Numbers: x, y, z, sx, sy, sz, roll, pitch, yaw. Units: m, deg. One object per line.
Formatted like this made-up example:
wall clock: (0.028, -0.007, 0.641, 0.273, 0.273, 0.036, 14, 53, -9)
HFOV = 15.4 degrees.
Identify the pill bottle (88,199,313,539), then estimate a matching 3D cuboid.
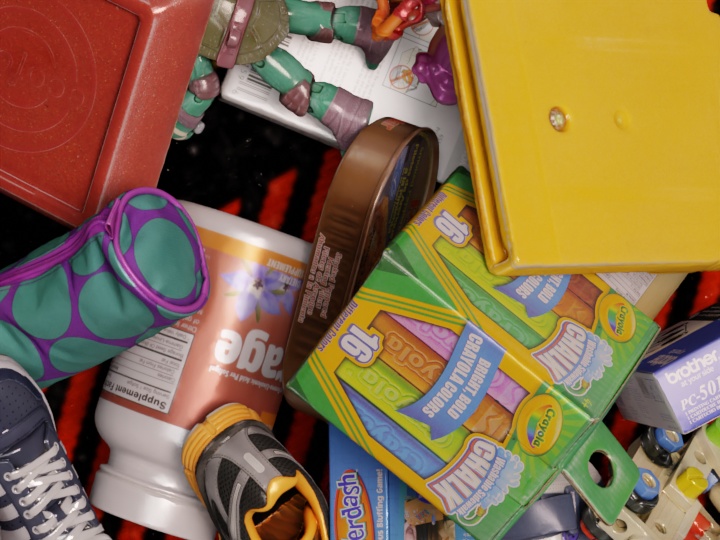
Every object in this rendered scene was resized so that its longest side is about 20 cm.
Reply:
pill bottle: (-0.102, 0.065, 1.690, 0.112, 0.112, 0.201, 18, 88, -4)

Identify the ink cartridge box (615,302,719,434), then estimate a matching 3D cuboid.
ink cartridge box: (0.214, 0.059, 1.671, 0.094, 0.200, 0.044, -27, 92, -5)

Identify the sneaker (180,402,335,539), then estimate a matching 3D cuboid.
sneaker: (-0.046, 0.171, 1.652, 0.078, 0.077, 0.200, -42, 133, -12)

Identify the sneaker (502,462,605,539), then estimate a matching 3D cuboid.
sneaker: (0.099, 0.187, 1.671, 0.080, 0.200, 0.147, -13, 113, 36)

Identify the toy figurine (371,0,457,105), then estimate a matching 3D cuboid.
toy figurine: (0.061, -0.175, 1.633, 0.199, 0.150, 0.185, -29, 87, -18)

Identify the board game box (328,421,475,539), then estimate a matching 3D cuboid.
board game box: (0.035, 0.162, 1.671, 0.045, 0.152, 0.201, -6, 80, 29)

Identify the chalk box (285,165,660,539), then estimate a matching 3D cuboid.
chalk box: (0.084, 0.064, 1.550, 0.200, 0.125, 0.124, 38, 125, 2)

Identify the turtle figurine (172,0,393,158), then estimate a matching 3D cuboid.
turtle figurine: (-0.082, -0.150, 1.665, 0.199, 0.101, 0.150, 21, 88, -8)

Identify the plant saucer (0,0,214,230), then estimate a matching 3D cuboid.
plant saucer: (-0.206, -0.128, 1.651, 0.199, 0.037, 0.201, 27, 119, 13)

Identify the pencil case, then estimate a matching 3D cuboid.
pencil case: (-0.186, 0.018, 1.644, 0.092, 0.199, 0.085, 39, 44, -31)

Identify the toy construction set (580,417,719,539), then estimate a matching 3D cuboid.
toy construction set: (0.214, 0.161, 1.677, 0.131, 0.200, 0.092, 44, 108, -2)

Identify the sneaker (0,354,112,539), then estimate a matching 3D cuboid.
sneaker: (-0.190, 0.148, 1.630, 0.070, 0.108, 0.201, -30, 133, -23)

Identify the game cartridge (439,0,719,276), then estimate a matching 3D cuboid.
game cartridge: (0.145, -0.084, 1.570, 0.199, 0.032, 0.177, 0, 75, -37)

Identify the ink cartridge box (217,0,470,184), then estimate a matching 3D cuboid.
ink cartridge box: (0.023, -0.172, 1.738, 0.173, 0.044, 0.201, 22, 88, -5)

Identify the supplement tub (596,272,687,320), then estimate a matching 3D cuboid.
supplement tub: (0.137, -0.024, 1.689, 0.144, 0.144, 0.200, 38, 83, -3)

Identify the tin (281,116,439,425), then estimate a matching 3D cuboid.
tin: (0.000, 0.000, 1.680, 0.042, 0.112, 0.201, 21, 106, 21)
